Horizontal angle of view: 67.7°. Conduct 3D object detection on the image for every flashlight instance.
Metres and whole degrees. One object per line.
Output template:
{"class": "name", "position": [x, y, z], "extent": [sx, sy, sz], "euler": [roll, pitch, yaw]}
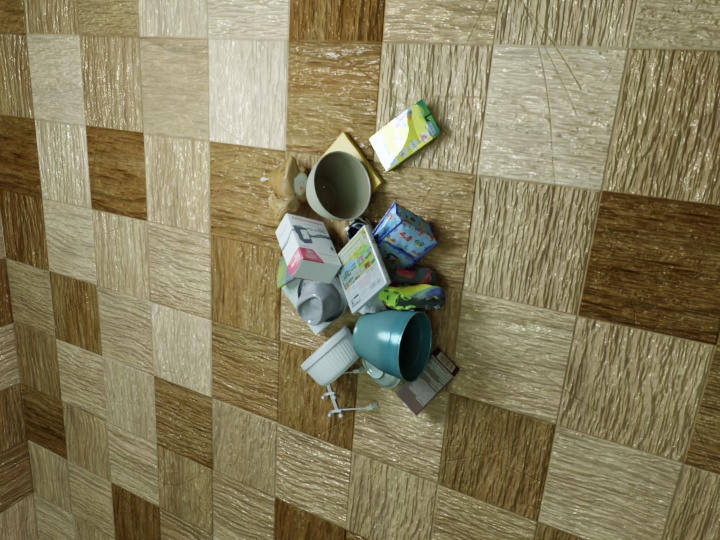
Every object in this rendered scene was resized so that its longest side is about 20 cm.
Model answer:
{"class": "flashlight", "position": [0.135, 0.006, 1.573], "extent": [0.068, 0.196, 0.069], "euler": [-49, 40, 34]}

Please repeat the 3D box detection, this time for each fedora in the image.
{"class": "fedora", "position": [-0.139, 0.101, 1.705], "extent": [0.176, 0.090, 0.200], "euler": [42, 131, -1]}

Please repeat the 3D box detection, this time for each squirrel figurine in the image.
{"class": "squirrel figurine", "position": [-0.249, -0.257, 1.716], "extent": [0.184, 0.140, 0.205], "euler": [16, 87, 45]}

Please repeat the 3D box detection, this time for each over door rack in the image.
{"class": "over door rack", "position": [-0.057, 0.422, 1.849], "extent": [0.196, 0.066, 0.151], "euler": [-17, 95, 30]}

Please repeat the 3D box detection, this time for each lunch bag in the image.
{"class": "lunch bag", "position": [0.103, -0.076, 1.584], "extent": [0.148, 0.095, 0.200], "euler": [24, 124, -30]}

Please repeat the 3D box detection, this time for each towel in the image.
{"class": "towel", "position": [-0.200, -0.030, 1.785], "extent": [0.197, 0.146, 0.023], "euler": [-27, 133, 29]}

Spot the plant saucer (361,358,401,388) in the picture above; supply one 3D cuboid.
{"class": "plant saucer", "position": [0.054, 0.288, 1.728], "extent": [0.198, 0.049, 0.205], "euler": [23, 121, 45]}

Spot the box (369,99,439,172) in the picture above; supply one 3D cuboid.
{"class": "box", "position": [0.131, -0.391, 1.559], "extent": [0.198, 0.048, 0.119], "euler": [-30, 88, 32]}

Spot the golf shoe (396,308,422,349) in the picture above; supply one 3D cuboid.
{"class": "golf shoe", "position": [0.140, 0.194, 1.692], "extent": [0.093, 0.077, 0.206], "euler": [12, 100, 31]}

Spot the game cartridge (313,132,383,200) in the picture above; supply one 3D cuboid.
{"class": "game cartridge", "position": [-0.045, -0.297, 1.685], "extent": [0.176, 0.032, 0.202], "euler": [-41, 80, 29]}

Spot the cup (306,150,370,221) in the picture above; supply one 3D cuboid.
{"class": "cup", "position": [-0.086, -0.239, 1.613], "extent": [0.142, 0.197, 0.205], "euler": [-10, 100, 58]}

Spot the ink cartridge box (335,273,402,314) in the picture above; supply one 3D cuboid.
{"class": "ink cartridge box", "position": [0.020, 0.054, 1.694], "extent": [0.197, 0.084, 0.147], "euler": [29, 125, 17]}

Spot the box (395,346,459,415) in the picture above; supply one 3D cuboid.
{"class": "box", "position": [0.210, 0.350, 1.690], "extent": [0.100, 0.075, 0.201], "euler": [44, 116, 10]}

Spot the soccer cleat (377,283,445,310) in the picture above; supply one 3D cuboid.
{"class": "soccer cleat", "position": [0.148, 0.071, 1.550], "extent": [0.194, 0.084, 0.066], "euler": [4, 120, 5]}

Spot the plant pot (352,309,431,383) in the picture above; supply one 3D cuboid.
{"class": "plant pot", "position": [0.084, 0.208, 1.576], "extent": [0.184, 0.198, 0.206], "euler": [8, 107, 34]}

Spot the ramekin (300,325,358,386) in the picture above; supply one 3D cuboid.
{"class": "ramekin", "position": [-0.090, 0.287, 1.759], "extent": [0.200, 0.200, 0.106], "euler": [-41, 88, 29]}

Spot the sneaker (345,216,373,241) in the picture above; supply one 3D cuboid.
{"class": "sneaker", "position": [0.026, -0.075, 1.644], "extent": [0.079, 0.129, 0.201], "euler": [-38, 85, 30]}

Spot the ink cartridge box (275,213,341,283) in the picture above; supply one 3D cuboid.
{"class": "ink cartridge box", "position": [-0.161, -0.069, 1.641], "extent": [0.085, 0.142, 0.202], "euler": [-54, 43, 31]}

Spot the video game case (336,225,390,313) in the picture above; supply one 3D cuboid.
{"class": "video game case", "position": [0.000, 0.000, 1.559], "extent": [0.200, 0.022, 0.186], "euler": [-44, 61, 48]}

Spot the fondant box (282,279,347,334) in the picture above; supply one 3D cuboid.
{"class": "fondant box", "position": [-0.156, 0.092, 1.822], "extent": [0.144, 0.058, 0.201], "euler": [-42, 83, 29]}
